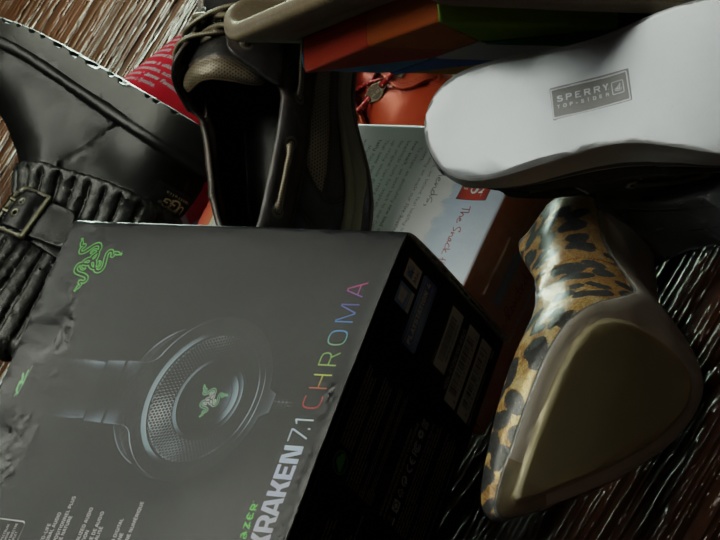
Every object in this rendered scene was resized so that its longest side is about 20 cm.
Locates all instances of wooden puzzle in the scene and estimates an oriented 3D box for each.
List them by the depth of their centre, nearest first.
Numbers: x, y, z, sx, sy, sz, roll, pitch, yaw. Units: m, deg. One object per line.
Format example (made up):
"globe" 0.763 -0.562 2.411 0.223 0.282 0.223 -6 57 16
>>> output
"wooden puzzle" 0.060 -0.107 1.163 0.200 0.184 0.038 -1 90 64

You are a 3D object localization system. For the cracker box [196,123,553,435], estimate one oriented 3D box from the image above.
"cracker box" 0.000 0.000 1.287 0.199 0.058 0.134 5 61 46

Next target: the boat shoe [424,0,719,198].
"boat shoe" 0.124 -0.067 1.098 0.199 0.057 0.069 -6 76 27

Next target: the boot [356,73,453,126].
"boot" 0.011 -0.094 1.416 0.075 0.107 0.200 -47 24 19

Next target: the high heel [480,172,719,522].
"high heel" 0.078 0.035 1.109 0.142 0.072 0.200 -12 32 54

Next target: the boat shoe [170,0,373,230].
"boat shoe" -0.045 -0.096 1.245 0.074 0.073 0.201 -22 73 36

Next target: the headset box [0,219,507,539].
"headset box" -0.065 0.075 1.129 0.199 0.093 0.175 3 61 37

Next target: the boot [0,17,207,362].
"boot" -0.173 -0.037 1.403 0.211 0.079 0.158 31 91 46

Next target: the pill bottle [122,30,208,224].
"pill bottle" -0.078 -0.084 1.532 0.200 0.113 0.112 -41 14 -23
